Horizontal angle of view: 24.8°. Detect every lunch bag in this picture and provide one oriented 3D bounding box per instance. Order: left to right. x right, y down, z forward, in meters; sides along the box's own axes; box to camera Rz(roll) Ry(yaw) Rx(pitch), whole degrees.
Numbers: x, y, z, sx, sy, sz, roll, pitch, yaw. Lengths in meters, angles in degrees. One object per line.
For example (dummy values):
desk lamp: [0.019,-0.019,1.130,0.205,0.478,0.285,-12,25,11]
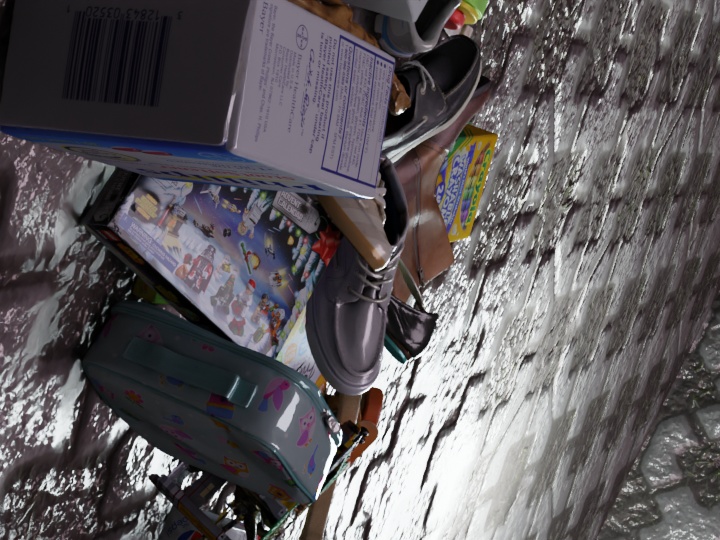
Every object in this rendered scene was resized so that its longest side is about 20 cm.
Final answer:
lunch bag: [-0.111,0.102,1.277,0.077,0.199,0.161,-61,156,-23]

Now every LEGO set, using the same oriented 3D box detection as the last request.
LEGO set: [-0.101,0.174,1.419,0.200,0.116,0.154,-45,171,-14]

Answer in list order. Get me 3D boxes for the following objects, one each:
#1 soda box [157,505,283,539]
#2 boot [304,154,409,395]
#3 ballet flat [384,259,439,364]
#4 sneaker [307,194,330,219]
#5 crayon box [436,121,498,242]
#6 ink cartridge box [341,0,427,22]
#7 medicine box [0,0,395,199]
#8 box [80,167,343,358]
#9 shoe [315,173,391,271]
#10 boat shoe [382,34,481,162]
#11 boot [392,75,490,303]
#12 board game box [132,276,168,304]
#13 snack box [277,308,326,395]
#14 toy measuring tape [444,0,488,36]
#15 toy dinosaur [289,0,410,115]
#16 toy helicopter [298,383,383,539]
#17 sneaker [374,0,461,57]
soda box: [-0.130,0.275,1.575,0.069,0.063,0.200,-67,159,-8]
boot: [0.000,0.000,1.414,0.096,0.073,0.202,141,-52,-58]
ballet flat: [-0.002,0.000,1.515,0.068,0.068,0.200,-47,111,-8]
sneaker: [-0.060,-0.053,1.419,0.201,0.080,0.084,-63,-177,-37]
crayon box: [0.092,-0.096,1.804,0.200,0.051,0.127,-16,124,-65]
ink cartridge box: [0.029,-0.334,1.391,0.146,0.082,0.200,-62,157,-22]
medicine box: [-0.103,-0.117,1.078,0.200,0.181,0.104,15,83,-62]
box: [-0.109,-0.032,1.269,0.200,0.040,0.138,45,63,-38]
shoe: [-0.017,-0.091,1.356,0.053,0.201,0.070,-32,154,9]
boat shoe: [0.051,-0.167,1.564,0.200,0.072,0.068,-42,160,-28]
boot: [0.078,-0.082,1.669,0.188,0.068,0.201,-43,134,-31]
board game box: [-0.124,-0.069,1.332,0.201,0.030,0.095,-69,160,4]
snack box: [-0.089,0.084,1.520,0.200,0.053,0.143,-31,138,-58]
toy measuring tape: [0.105,-0.266,1.658,0.074,0.073,0.200,-67,158,-7]
toy dinosaur: [-0.027,-0.210,1.378,0.199,0.106,0.061,34,100,-28]
toy helicopter: [-0.029,0.202,1.631,0.132,0.078,0.202,-169,-87,-81]
sneaker: [0.080,-0.292,1.522,0.087,0.074,0.202,-148,-107,-68]
